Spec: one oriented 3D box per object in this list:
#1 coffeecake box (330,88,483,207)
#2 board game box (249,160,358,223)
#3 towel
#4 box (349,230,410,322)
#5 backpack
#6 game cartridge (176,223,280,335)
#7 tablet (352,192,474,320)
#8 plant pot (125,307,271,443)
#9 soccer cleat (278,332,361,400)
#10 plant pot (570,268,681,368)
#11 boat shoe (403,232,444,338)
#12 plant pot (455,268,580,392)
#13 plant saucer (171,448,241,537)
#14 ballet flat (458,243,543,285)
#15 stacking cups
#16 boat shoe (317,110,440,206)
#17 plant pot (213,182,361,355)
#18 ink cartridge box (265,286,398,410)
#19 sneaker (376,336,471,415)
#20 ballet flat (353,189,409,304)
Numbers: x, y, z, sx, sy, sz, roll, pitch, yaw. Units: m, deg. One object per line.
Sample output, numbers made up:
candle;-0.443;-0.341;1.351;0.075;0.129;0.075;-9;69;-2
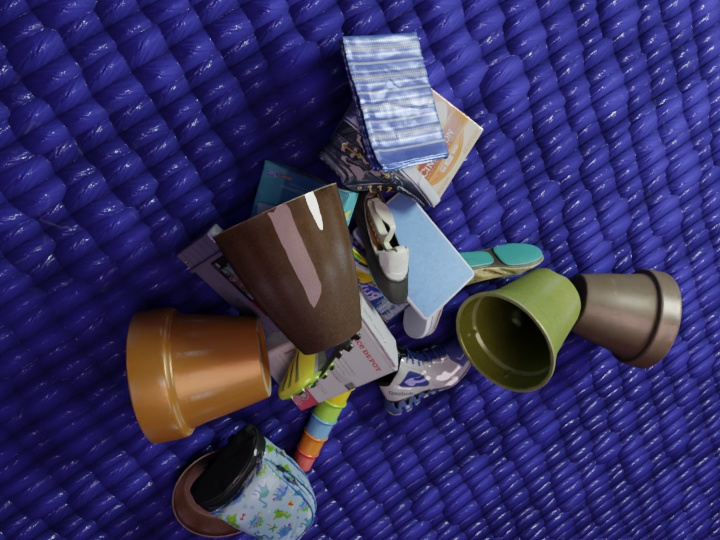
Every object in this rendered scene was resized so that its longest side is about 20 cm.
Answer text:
coffeecake box;0.076;-0.224;1.004;0.199;0.073;0.154;28;100;-26
board game box;-0.106;-0.054;0.972;0.150;0.047;0.202;23;105;15
towel;0.054;-0.250;0.899;0.144;0.024;0.202;-16;92;-30
box;0.000;0.000;1.059;0.064;0.070;0.200;-39;120;16
backpack;-0.170;0.399;1.092;0.163;0.154;0.200;-46;131;-6
game cartridge;-0.187;0.022;0.960;0.200;0.129;0.039;46;58;-17
tablet;0.093;-0.029;1.058;0.130;0.014;0.200;-40;91;-17
plant pot;-0.237;0.147;0.945;0.181;0.200;0.202;-10;114;-4
soccer cleat;-0.078;0.132;0.981;0.084;0.065;0.200;47;119;11
plant pot;0.508;0.082;1.232;0.173;0.200;0.202;13;106;-7
boat shoe;0.126;0.025;1.131;0.065;0.073;0.202;-2;108;-52
plant pot;0.312;0.091;1.143;0.184;0.199;0.202;-32;122;-37
plant saucer;-0.253;0.410;1.152;0.198;0.037;0.202;-7;112;-18
ballet flat;0.251;-0.008;1.164;0.198;0.071;0.071;-8;113;-18
stacking cups;-0.080;0.289;1.159;0.060;0.061;0.201;21;104;-26
boat shoe;0.029;-0.145;0.944;0.200;0.071;0.091;40;97;-21
plant pot;-0.080;0.008;0.858;0.186;0.187;0.202;-24;96;-10
ink cartridge box;-0.053;0.135;1.056;0.199;0.085;0.146;-24;119;17
sneaker;0.112;0.182;1.172;0.199;0.081;0.116;-33;120;-3
ballet flat;0.038;-0.043;1.001;0.068;0.068;0.202;-20;85;-32
